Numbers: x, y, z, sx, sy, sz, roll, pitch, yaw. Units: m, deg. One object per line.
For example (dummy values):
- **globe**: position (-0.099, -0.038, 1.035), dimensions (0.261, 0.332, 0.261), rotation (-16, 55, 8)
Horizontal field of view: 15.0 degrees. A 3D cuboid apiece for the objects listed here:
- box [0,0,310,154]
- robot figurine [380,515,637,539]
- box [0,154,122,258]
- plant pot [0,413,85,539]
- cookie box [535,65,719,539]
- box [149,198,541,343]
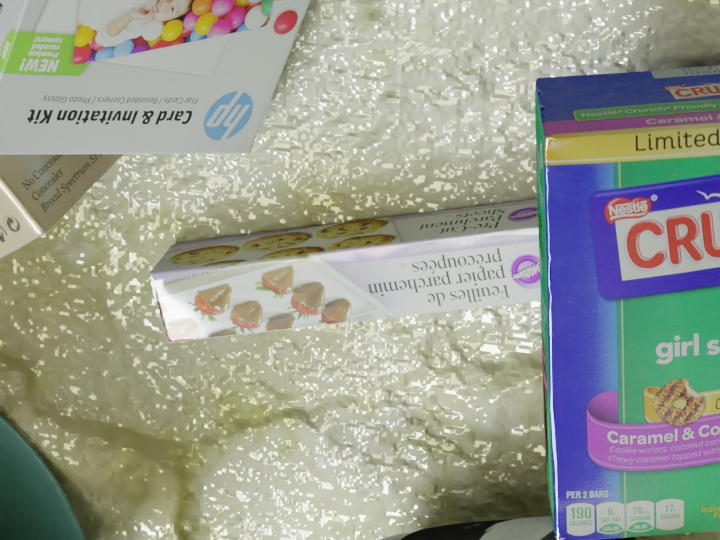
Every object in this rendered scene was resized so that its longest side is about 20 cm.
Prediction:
- **box**: position (-0.085, -0.144, 1.199), dimensions (0.041, 0.156, 0.200), rotation (48, 125, 37)
- **robot figurine**: position (0.069, 0.182, 1.297), dimensions (0.200, 0.125, 0.150), rotation (-10, 124, 42)
- **box**: position (-0.203, -0.106, 1.259), dimensions (0.078, 0.095, 0.200), rotation (-24, 111, 46)
- **plant pot**: position (-0.257, 0.170, 1.359), dimensions (0.161, 0.201, 0.201), rotation (-36, 101, 34)
- **cookie box**: position (0.164, 0.013, 1.225), dimensions (0.171, 0.075, 0.200), rotation (-4, 114, -1)
- **box**: position (0.000, 0.000, 1.299), dimensions (0.199, 0.041, 0.039), rotation (-6, 112, 17)
